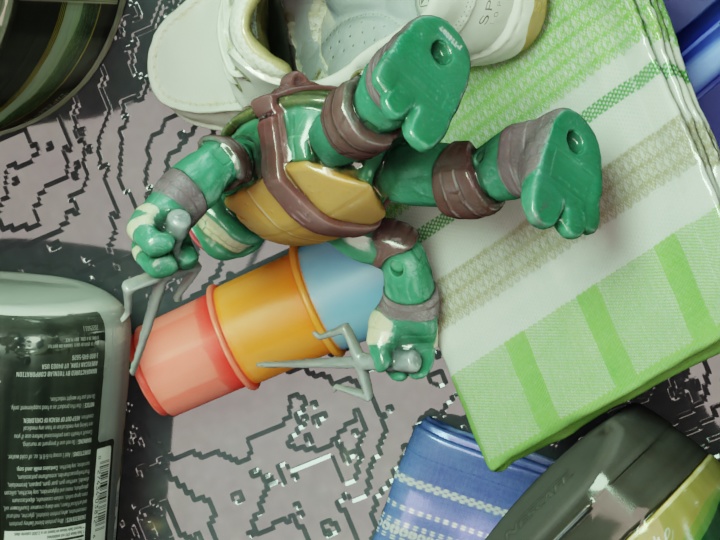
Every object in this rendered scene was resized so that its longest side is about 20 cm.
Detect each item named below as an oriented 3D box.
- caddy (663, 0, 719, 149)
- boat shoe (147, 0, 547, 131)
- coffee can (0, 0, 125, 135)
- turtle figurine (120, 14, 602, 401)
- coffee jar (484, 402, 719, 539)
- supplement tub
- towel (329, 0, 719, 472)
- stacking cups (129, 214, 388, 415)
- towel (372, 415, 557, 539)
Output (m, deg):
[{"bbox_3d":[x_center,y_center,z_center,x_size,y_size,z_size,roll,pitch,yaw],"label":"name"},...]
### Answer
[{"bbox_3d":[0.162,-0.106,0.862,0.200,0.105,0.142,-41,91,8],"label":"caddy"},{"bbox_3d":[-0.024,-0.096,0.853,0.199,0.069,0.071,-13,85,45],"label":"boat shoe"},{"bbox_3d":[-0.175,-0.117,0.844,0.145,0.200,0.147,1,96,5],"label":"coffee can"},{"bbox_3d":[-0.016,-0.022,0.804,0.149,0.200,0.101,12,66,-37],"label":"turtle figurine"},{"bbox_3d":[0.135,0.148,0.826,0.200,0.085,0.104,46,106,8],"label":"coffee jar"},{"bbox_3d":[-0.158,0.104,0.906,0.122,0.123,0.201,6,97,4],"label":"supplement tub"},{"bbox_3d":[0.067,-0.044,0.836,0.149,0.031,0.201,-34,69,41],"label":"towel"},{"bbox_3d":[0.000,0.000,0.917,0.199,0.061,0.061,-21,94,11],"label":"stacking cups"},{"bbox_3d":[0.060,0.175,0.944,0.144,0.024,0.201,19,98,4],"label":"towel"}]
